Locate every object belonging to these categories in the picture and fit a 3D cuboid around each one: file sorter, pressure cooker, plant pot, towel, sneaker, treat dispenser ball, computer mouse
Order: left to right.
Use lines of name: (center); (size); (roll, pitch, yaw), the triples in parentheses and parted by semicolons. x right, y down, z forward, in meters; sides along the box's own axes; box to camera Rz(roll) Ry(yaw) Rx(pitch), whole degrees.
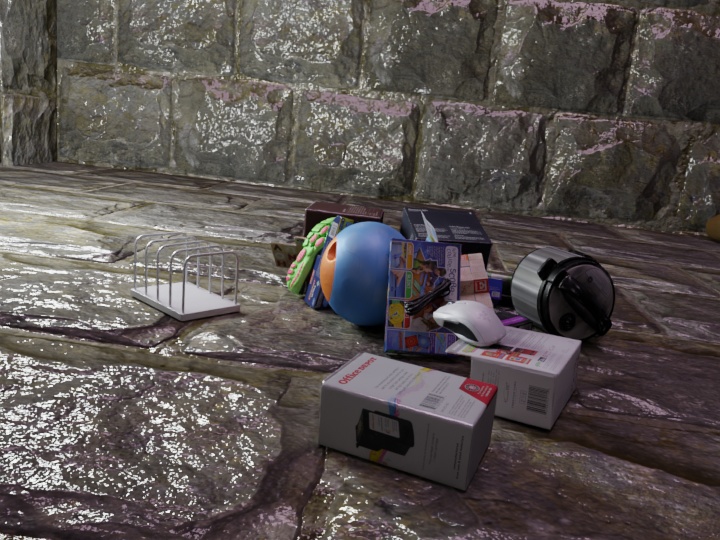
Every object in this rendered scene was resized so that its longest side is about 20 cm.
file sorter: (-0.351, 0.006, 1.346); (0.197, 0.128, 0.137); (18, 18, 41)
sneaker: (-0.088, -0.032, 1.501); (0.083, 0.202, 0.077); (30, 10, -43)
treat dispenser ball: (0.018, 0.007, 1.330); (0.195, 0.206, 0.201); (5, 13, -1)
computer mouse: (0.159, 0.064, 1.093); (0.108, 0.045, 0.199); (-21, 26, -27)
towel: (0.395, 0.049, 1.622); (0.195, 0.031, 0.149); (12, -9, 16)
pressure cooker: (0.422, 0.053, 1.380); (0.171, 0.184, 0.200); (-2, 11, -14)
plant pot: (1.739, -0.204, 3.152); (0.182, 0.192, 0.199); (0, 0, -24)

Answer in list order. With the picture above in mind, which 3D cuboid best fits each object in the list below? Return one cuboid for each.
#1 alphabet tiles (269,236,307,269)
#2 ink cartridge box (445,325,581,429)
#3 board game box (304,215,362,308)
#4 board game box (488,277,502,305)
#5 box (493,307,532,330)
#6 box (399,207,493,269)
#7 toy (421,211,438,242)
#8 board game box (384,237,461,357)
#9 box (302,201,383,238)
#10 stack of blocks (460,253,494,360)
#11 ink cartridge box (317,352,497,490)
alphabet tiles: (-0.115, -0.026, 1.598); (0.195, 0.169, 0.008); (8, 58, 9)
ink cartridge box: (0.240, 0.156, 1.056); (0.172, 0.086, 0.199); (10, 13, 27)
board game box: (0.000, 0.000, 1.471); (0.196, 0.205, 0.061); (15, 7, -30)
board game box: (0.224, 0.039, 1.549); (0.195, 0.046, 0.135); (8, -8, 9)
box: (0.238, 0.102, 1.402); (0.141, 0.037, 0.198); (-7, 19, -42)
box: (0.210, -0.070, 1.698); (0.194, 0.106, 0.183); (3, 30, -8)
toy: (0.140, -0.001, 1.331); (0.046, 0.204, 0.116); (-20, 24, -1)
board game box: (0.113, 0.049, 1.210); (0.132, 0.206, 0.035); (5, -13, -4)
box: (-0.044, -0.080, 1.762); (0.194, 0.170, 0.164); (7, 14, 4)
stack of blocks: (0.214, 0.063, 1.266); (0.057, 0.118, 0.201); (-5, 25, 6)
ink cartridge box: (0.062, 0.183, 0.857); (0.195, 0.085, 0.145); (11, 14, 22)
